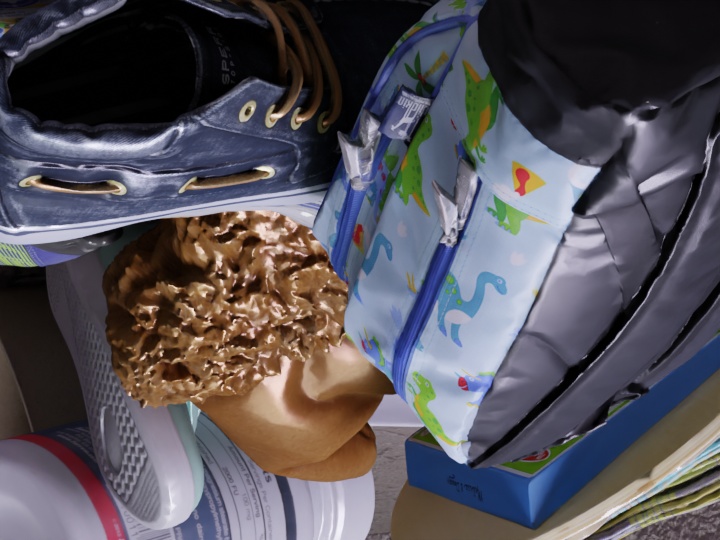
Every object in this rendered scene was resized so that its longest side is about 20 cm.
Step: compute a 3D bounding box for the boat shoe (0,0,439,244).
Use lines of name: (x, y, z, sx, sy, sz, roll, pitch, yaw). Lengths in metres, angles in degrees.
boat shoe: (-0.033, -0.060, 0.785, 0.200, 0.071, 0.091, -18, 170, -23)

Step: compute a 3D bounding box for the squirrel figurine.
squirrel figurine: (0.000, 0.000, 1.021, 0.187, 0.142, 0.200, -19, 165, 35)

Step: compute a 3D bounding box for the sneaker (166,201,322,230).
sneaker: (-0.012, -0.051, 0.896, 0.200, 0.075, 0.088, -2, 169, -12)

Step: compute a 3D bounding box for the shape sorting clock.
shape sorting clock: (0.097, 0.057, 0.993, 0.200, 0.039, 0.200, -30, -167, 8)

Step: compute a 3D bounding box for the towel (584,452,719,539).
towel: (0.173, 0.080, 1.210, 0.144, 0.023, 0.200, -27, -175, 24)

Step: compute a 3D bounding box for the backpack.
backpack: (0.069, -0.028, 0.763, 0.163, 0.154, 0.200, -30, 144, -37)

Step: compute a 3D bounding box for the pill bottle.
pill bottle: (-0.093, 0.123, 1.186, 0.120, 0.120, 0.200, -15, 178, 44)

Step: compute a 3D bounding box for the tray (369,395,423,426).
tray: (-0.028, 0.028, 1.281, 0.200, 0.107, 0.022, 3, -160, -32)

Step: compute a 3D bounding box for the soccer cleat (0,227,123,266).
soccer cleat: (-0.177, -0.035, 0.956, 0.084, 0.065, 0.200, -3, 171, 35)

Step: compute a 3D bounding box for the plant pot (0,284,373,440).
plant pot: (-0.101, 0.082, 1.346, 0.200, 0.187, 0.187, -13, 173, -20)

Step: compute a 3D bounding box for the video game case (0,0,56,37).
video game case: (-0.128, -0.100, 0.753, 0.143, 0.018, 0.200, -5, 169, 2)

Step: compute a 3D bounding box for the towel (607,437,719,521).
towel: (0.174, 0.055, 1.120, 0.200, 0.022, 0.147, -34, -178, 16)

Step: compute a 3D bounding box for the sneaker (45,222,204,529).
sneaker: (-0.070, 0.037, 1.126, 0.118, 0.200, 0.074, -3, 128, -18)
